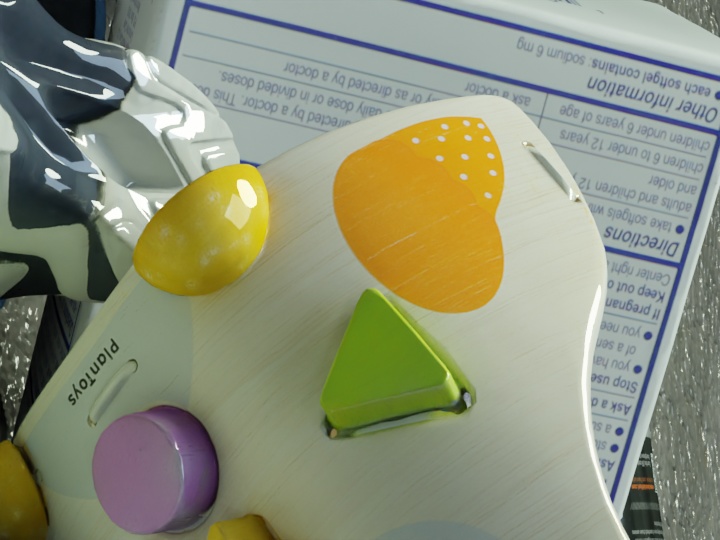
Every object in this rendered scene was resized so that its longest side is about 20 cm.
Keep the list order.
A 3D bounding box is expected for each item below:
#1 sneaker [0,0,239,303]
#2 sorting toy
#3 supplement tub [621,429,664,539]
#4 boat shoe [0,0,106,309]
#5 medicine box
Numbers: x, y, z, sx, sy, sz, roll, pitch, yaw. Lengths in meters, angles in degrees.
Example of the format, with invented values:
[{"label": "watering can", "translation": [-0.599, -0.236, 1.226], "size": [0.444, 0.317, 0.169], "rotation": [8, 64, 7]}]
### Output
[{"label": "sneaker", "translation": [-0.139, -0.049, 0.696], "size": [0.199, 0.129, 0.080], "rotation": [34, 52, -41]}, {"label": "sorting toy", "translation": [-0.002, 0.083, 0.670], "size": [0.106, 0.200, 0.180], "rotation": [6, 40, -47]}, {"label": "supplement tub", "translation": [0.075, 0.150, 1.139], "size": [0.122, 0.122, 0.202], "rotation": [13, 67, -63]}, {"label": "boat shoe", "translation": [-0.132, -0.033, 0.801], "size": [0.069, 0.084, 0.201], "rotation": [38, 52, -37]}, {"label": "medicine box", "translation": [0.000, 0.000, 0.830], "size": [0.103, 0.181, 0.201], "rotation": [-123, -133, -72]}]
